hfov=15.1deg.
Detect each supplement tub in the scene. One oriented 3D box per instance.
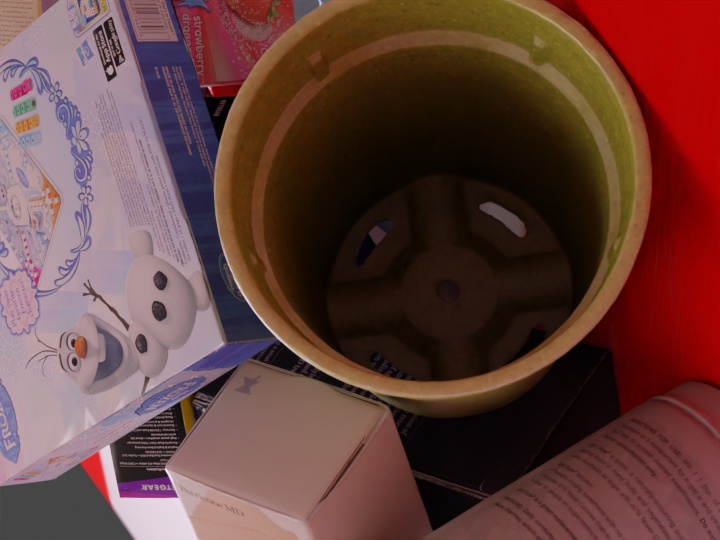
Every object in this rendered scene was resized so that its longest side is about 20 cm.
[{"bbox_3d":[0.110,0.155,1.305,0.132,0.199,0.132,53,162,25],"label":"supplement tub"}]

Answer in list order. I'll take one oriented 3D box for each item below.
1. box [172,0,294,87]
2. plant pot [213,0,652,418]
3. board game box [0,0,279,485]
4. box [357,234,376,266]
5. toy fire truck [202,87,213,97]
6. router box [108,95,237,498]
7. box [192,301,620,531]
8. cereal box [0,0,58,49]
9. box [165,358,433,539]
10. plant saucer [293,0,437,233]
[{"bbox_3d":[-0.098,-0.196,1.413,0.095,0.102,0.202,-168,71,-70],"label":"box"},{"bbox_3d":[0.040,-0.013,1.305,0.201,0.200,0.184,55,174,18],"label":"plant pot"},{"bbox_3d":[-0.141,-0.020,1.356,0.199,0.043,0.201,-31,72,42],"label":"board game box"},{"bbox_3d":[0.000,0.000,1.589,0.201,0.032,0.121,58,-179,-14],"label":"box"},{"bbox_3d":[-0.079,-0.062,1.674,0.201,0.049,0.141,60,-167,13],"label":"toy fire truck"},{"bbox_3d":[-0.100,0.011,1.509,0.200,0.051,0.150,-70,-24,-59],"label":"router box"},{"bbox_3d":[0.036,0.124,1.485,0.196,0.124,0.201,18,141,29],"label":"box"},{"bbox_3d":[-0.181,-0.215,1.596,0.144,0.039,0.201,-55,-32,-68],"label":"cereal box"},{"bbox_3d":[-0.018,0.145,1.369,0.095,0.078,0.201,17,145,32],"label":"box"},{"bbox_3d":[0.000,-0.112,1.476,0.201,0.039,0.201,54,163,25],"label":"plant saucer"}]
